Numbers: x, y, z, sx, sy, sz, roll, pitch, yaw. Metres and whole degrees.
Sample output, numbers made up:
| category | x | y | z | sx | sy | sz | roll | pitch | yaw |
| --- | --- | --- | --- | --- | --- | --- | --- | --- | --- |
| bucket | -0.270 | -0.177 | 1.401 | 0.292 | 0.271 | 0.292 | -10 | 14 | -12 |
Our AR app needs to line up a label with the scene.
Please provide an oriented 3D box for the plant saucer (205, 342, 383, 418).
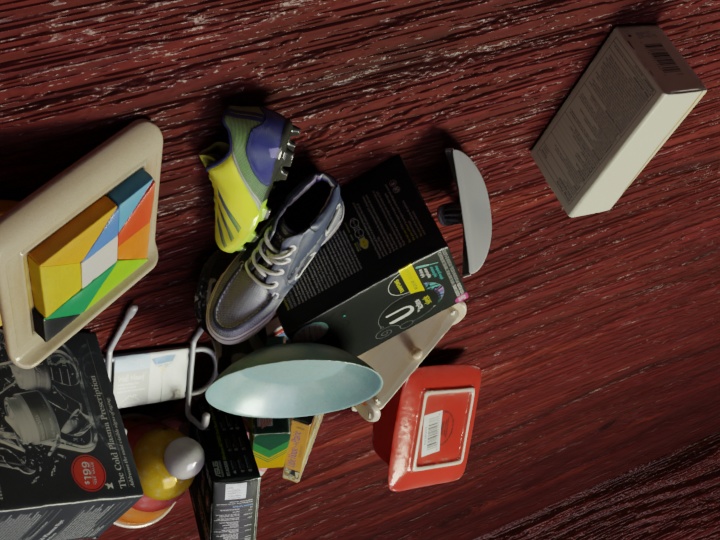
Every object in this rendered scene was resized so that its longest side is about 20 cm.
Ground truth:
| category | x | y | z | sx | sy | sz | roll | pitch | yaw |
| --- | --- | --- | --- | --- | --- | --- | --- | --- | --- |
| plant saucer | -0.074 | 0.117 | 1.066 | 0.196 | 0.039 | 0.202 | -6 | 156 | -3 |

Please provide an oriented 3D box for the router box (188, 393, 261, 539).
| category | x | y | z | sx | sy | sz | roll | pitch | yaw |
| --- | --- | --- | --- | --- | --- | --- | --- | --- | --- |
| router box | -0.180 | 0.268 | 1.237 | 0.061 | 0.201 | 0.153 | -3 | 117 | -17 |

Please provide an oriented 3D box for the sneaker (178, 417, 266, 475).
| category | x | y | z | sx | sy | sz | roll | pitch | yaw |
| --- | --- | --- | --- | --- | --- | --- | --- | --- | --- |
| sneaker | -0.176 | 0.234 | 1.410 | 0.105 | 0.075 | 0.200 | -46 | 143 | 5 |

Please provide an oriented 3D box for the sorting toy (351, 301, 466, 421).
| category | x | y | z | sx | sy | sz | roll | pitch | yaw |
| --- | --- | --- | --- | --- | --- | --- | --- | --- | --- |
| sorting toy | 0.034 | 0.121 | 1.332 | 0.200 | 0.106 | 0.181 | -46 | 168 | -25 |

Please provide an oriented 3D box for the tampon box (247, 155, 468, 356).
| category | x | y | z | sx | sy | sz | roll | pitch | yaw |
| --- | --- | --- | --- | --- | --- | --- | --- | --- | --- |
| tampon box | 0.000 | 0.000 | 1.089 | 0.197 | 0.128 | 0.150 | -28 | 153 | 4 |

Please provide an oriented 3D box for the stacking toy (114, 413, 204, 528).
| category | x | y | z | sx | sy | sz | roll | pitch | yaw |
| --- | --- | --- | --- | --- | --- | --- | --- | --- | --- |
| stacking toy | -0.249 | 0.244 | 1.208 | 0.144 | 0.149 | 0.198 | -2 | 168 | -40 |

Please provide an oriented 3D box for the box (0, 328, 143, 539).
| category | x | y | z | sx | sy | sz | roll | pitch | yaw |
| --- | --- | --- | --- | --- | --- | --- | --- | --- | --- |
| box | -0.347 | 0.171 | 0.989 | 0.180 | 0.202 | 0.104 | 6 | 141 | -49 |

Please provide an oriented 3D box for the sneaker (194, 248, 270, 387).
| category | x | y | z | sx | sy | sz | roll | pitch | yaw |
| --- | --- | --- | --- | --- | --- | --- | --- | --- | --- |
| sneaker | -0.145 | 0.044 | 1.104 | 0.075 | 0.089 | 0.203 | -3 | 130 | -1 |

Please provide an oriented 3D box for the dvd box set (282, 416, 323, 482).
| category | x | y | z | sx | sy | sz | roll | pitch | yaw |
| --- | --- | --- | --- | --- | --- | --- | --- | --- | --- |
| dvd box set | -0.066 | 0.187 | 1.320 | 0.029 | 0.148 | 0.201 | 18 | 146 | 3 |

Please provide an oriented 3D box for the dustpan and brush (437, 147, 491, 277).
| category | x | y | z | sx | sy | sz | roll | pitch | yaw |
| --- | --- | --- | --- | --- | --- | --- | --- | --- | --- |
| dustpan and brush | 0.122 | -0.068 | 1.122 | 0.056 | 0.143 | 0.199 | -7 | -178 | 24 |

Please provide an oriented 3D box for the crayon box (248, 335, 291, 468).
| category | x | y | z | sx | sy | sz | roll | pitch | yaw |
| --- | --- | --- | --- | --- | --- | --- | --- | --- | --- |
| crayon box | -0.124 | 0.183 | 1.274 | 0.050 | 0.129 | 0.201 | -2 | 156 | -9 |

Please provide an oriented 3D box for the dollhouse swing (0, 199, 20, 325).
| category | x | y | z | sx | sy | sz | roll | pitch | yaw |
| --- | --- | --- | --- | --- | --- | --- | --- | --- | --- |
| dollhouse swing | -0.360 | 0.042 | 0.802 | 0.173 | 0.184 | 0.201 | 17 | 134 | -27 |

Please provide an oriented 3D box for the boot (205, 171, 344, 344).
| category | x | y | z | sx | sy | sz | roll | pitch | yaw |
| --- | --- | --- | --- | --- | --- | --- | --- | --- | --- |
| boot | -0.092 | -0.015 | 0.980 | 0.201 | 0.072 | 0.090 | -53 | 173 | -8 |

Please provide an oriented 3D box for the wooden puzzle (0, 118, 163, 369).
| category | x | y | z | sx | sy | sz | roll | pitch | yaw |
| --- | --- | --- | --- | --- | --- | --- | --- | --- | --- |
| wooden puzzle | -0.242 | -0.016 | 0.857 | 0.185 | 0.037 | 0.201 | -45 | 163 | -33 |

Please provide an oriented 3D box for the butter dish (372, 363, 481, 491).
| category | x | y | z | sx | sy | sz | roll | pitch | yaw |
| --- | --- | --- | --- | --- | --- | --- | --- | --- | --- |
| butter dish | 0.087 | 0.242 | 1.595 | 0.197 | 0.146 | 0.204 | 3 | 99 | -45 |

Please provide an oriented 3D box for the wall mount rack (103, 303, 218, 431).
| category | x | y | z | sx | sy | sz | roll | pitch | yaw |
| --- | --- | --- | --- | --- | --- | --- | --- | --- | --- |
| wall mount rack | -0.235 | 0.110 | 1.137 | 0.197 | 0.074 | 0.177 | -5 | 109 | -39 |

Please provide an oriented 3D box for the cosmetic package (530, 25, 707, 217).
| category | x | y | z | sx | sy | sz | roll | pitch | yaw |
| --- | --- | --- | --- | --- | --- | --- | --- | --- | --- |
| cosmetic package | 0.286 | -0.166 | 1.089 | 0.072 | 0.105 | 0.201 | -11 | 150 | -30 |

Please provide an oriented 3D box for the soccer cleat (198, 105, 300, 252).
| category | x | y | z | sx | sy | sz | roll | pitch | yaw |
| --- | --- | --- | --- | --- | --- | --- | --- | --- | --- |
| soccer cleat | -0.118 | -0.088 | 0.921 | 0.082 | 0.066 | 0.201 | 19 | 145 | -10 |

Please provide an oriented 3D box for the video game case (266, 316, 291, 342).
| category | x | y | z | sx | sy | sz | roll | pitch | yaw |
| --- | --- | --- | --- | --- | --- | --- | --- | --- | --- |
| video game case | -0.055 | 0.089 | 1.319 | 0.141 | 0.018 | 0.200 | -30 | 153 | 5 |
